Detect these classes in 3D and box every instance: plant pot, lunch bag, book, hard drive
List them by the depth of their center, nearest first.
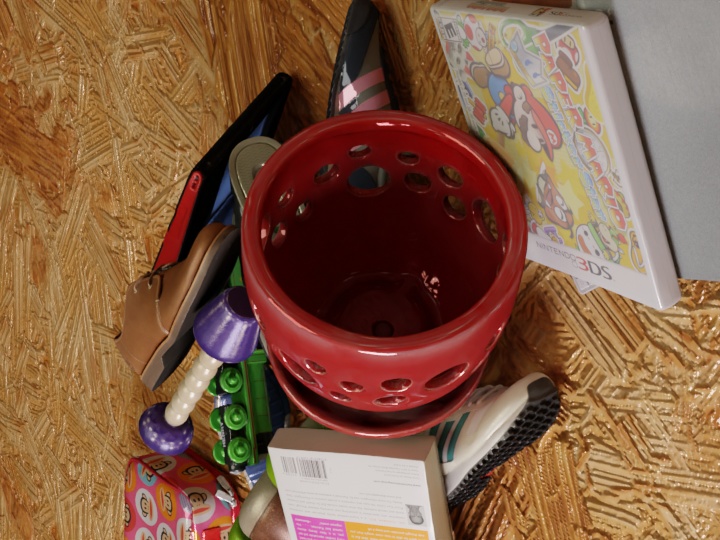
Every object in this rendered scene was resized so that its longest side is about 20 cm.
[{"bbox_3d":[0.215,-0.085,0.799,0.139,0.033,0.201,5,123,52],"label":"hard drive"},{"bbox_3d":[0.016,0.010,0.989,0.201,0.199,0.183,59,166,25],"label":"plant pot"},{"bbox_3d":[0.007,0.221,1.079,0.133,0.048,0.201,2,120,21],"label":"book"},{"bbox_3d":[-0.194,0.311,1.500,0.176,0.082,0.201,25,118,49],"label":"lunch bag"}]

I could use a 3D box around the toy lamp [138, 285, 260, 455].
[{"bbox_3d":[-0.134,0.083,1.130,0.200,0.058,0.058,-52,57,43],"label":"toy lamp"}]

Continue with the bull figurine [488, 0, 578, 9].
[{"bbox_3d":[0.146,-0.181,0.898,0.122,0.065,0.200,60,143,19],"label":"bull figurine"}]

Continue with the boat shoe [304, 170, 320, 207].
[{"bbox_3d":[0.000,0.000,1.147,0.072,0.075,0.201,-26,80,52],"label":"boat shoe"}]

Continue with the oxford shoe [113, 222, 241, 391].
[{"bbox_3d":[-0.162,0.022,1.130,0.071,0.071,0.200,41,130,5],"label":"oxford shoe"}]

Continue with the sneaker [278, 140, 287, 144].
[{"bbox_3d":[-0.054,-0.025,1.208,0.074,0.082,0.201,-41,65,54],"label":"sneaker"}]

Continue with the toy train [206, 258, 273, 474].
[{"bbox_3d":[-0.109,0.079,1.194,0.042,0.056,0.201,-18,78,55],"label":"toy train"}]

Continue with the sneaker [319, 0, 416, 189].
[{"bbox_3d":[0.012,-0.126,1.113,0.070,0.081,0.201,128,148,-83],"label":"sneaker"}]

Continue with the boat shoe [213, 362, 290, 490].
[{"bbox_3d":[-0.105,0.147,1.298,0.072,0.072,0.201,-120,15,-50],"label":"boat shoe"}]

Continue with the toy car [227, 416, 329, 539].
[{"bbox_3d":[0.006,0.222,1.185,0.200,0.158,0.165,35,137,8],"label":"toy car"}]

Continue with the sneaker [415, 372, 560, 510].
[{"bbox_3d":[0.079,0.121,1.068,0.094,0.070,0.200,57,143,19],"label":"sneaker"}]

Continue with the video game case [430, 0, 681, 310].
[{"bbox_3d":[0.128,-0.083,0.900,0.182,0.023,0.201,26,141,59],"label":"video game case"}]

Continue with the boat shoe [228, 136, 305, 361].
[{"bbox_3d":[-0.070,-0.010,1.143,0.068,0.071,0.201,145,113,-75],"label":"boat shoe"}]

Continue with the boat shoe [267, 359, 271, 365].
[{"bbox_3d":[-0.079,0.054,1.282,0.200,0.070,0.064,56,139,41],"label":"boat shoe"}]

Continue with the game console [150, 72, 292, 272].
[{"bbox_3d":[-0.126,-0.070,1.223,0.031,0.200,0.177,30,130,1],"label":"game console"}]

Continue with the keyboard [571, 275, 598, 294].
[{"bbox_3d":[0.200,-0.041,0.905,0.200,0.011,0.057,-34,71,53],"label":"keyboard"}]
